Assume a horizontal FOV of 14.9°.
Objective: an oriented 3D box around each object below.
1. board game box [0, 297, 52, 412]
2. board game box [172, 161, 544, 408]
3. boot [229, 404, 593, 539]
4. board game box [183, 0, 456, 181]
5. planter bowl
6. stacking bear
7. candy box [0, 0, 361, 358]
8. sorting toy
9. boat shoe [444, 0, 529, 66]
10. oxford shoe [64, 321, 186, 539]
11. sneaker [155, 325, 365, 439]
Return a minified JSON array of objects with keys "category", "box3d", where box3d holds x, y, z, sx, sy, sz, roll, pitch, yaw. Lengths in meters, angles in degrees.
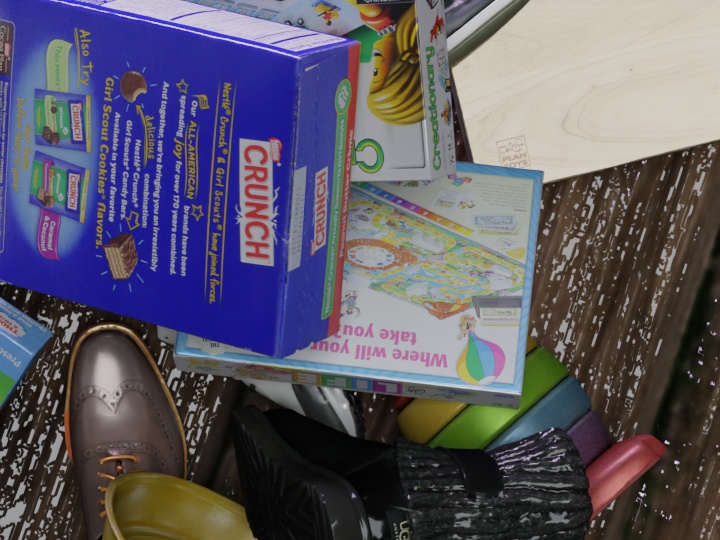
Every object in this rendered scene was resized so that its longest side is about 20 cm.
[{"category":"board game box","box3d":[-0.290,0.072,1.585,0.151,0.037,0.200,34,117,-2]},{"category":"board game box","box3d":[0.000,0.000,1.575,0.198,0.034,0.135,7,73,2]},{"category":"boot","box3d":[0.024,0.119,1.540,0.157,0.211,0.080,-12,109,-20]},{"category":"board game box","box3d":[-0.045,-0.113,1.518,0.199,0.035,0.127,0,101,30]},{"category":"planter bowl","box3d":[-0.080,0.207,1.536,0.200,0.200,0.084,36,104,-2]},{"category":"stacking bear","box3d":[0.070,0.071,1.623,0.114,0.121,0.200,-40,84,-7]},{"category":"candy box","box3d":[-0.105,-0.060,1.498,0.199,0.077,0.170,16,111,27]},{"category":"sorting toy","box3d":[0.141,-0.161,1.651,0.199,0.070,0.200,-14,89,-4]},{"category":"boat shoe","box3d":[0.034,-0.144,1.571,0.199,0.075,0.066,-40,86,-7]},{"category":"oxford shoe","box3d":[-0.134,0.129,1.620,0.071,0.073,0.201,-10,89,-4]},{"category":"sneaker","box3d":[-0.072,0.037,1.634,0.080,0.074,0.200,-38,83,0]}]
